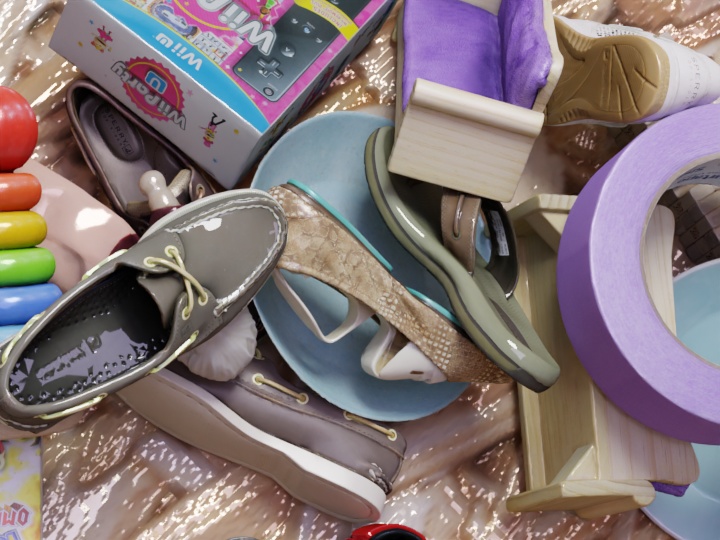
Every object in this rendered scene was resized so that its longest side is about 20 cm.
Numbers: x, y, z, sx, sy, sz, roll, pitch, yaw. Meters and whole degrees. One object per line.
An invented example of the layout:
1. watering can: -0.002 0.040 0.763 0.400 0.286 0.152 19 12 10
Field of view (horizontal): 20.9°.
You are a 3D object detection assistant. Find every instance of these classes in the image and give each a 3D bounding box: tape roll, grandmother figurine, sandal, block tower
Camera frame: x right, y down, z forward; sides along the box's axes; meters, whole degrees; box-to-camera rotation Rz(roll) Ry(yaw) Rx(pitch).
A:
1. tape roll: 0.223 0.003 1.186 0.200 0.066 0.201 3 75 -11
2. grandmother figurine: -0.146 -0.003 1.171 0.200 0.061 0.121 34 103 11
3. sandal: 0.072 -0.014 1.196 0.057 0.080 0.201 -45 62 19
4. block tower: 0.232 -0.058 1.317 0.058 0.054 0.200 -28 83 -18

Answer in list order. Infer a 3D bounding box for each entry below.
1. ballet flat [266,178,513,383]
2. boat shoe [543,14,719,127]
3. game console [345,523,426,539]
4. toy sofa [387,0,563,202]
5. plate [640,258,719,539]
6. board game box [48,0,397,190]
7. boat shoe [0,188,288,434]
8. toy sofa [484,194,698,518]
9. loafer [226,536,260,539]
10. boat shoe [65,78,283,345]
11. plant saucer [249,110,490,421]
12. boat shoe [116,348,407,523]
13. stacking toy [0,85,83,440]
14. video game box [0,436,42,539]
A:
1. ballet flat: 0.007 0.025 1.182 0.200 0.070 0.065 38 84 -20
2. boat shoe: 0.162 -0.123 1.258 0.069 0.200 0.071 2 101 -25
3. game console: 0.024 0.270 1.173 0.177 0.031 0.200 -43 96 -28
4. toy sofa: 0.069 -0.137 1.229 0.083 0.098 0.200 15 32 -7
5. plate: 0.257 0.089 1.266 0.200 0.026 0.201 1 93 14
6. board game box: -0.078 -0.166 1.241 0.147 0.064 0.200 38 50 0
7. boat shoe: -0.118 0.021 1.080 0.202 0.060 0.072 -35 96 -15
8. toy sofa: 0.145 0.054 1.245 0.097 0.083 0.200 1 77 -23
9. loafer: -0.061 0.257 1.168 0.072 0.063 0.200 0 76 -10
10. boat shoe: -0.121 -0.037 1.216 0.072 0.072 0.200 -32 85 7
11. plant saucer: 0.000 0.000 1.239 0.201 0.039 0.201 12 70 -34
12. boat shoe: -0.066 0.085 1.210 0.200 0.072 0.060 28 63 -3
13. stacking toy: -0.207 -0.006 1.121 0.085 0.085 0.200 -4 94 -13
14. video game box: -0.290 0.104 1.170 0.200 0.047 0.183 0 77 -12
